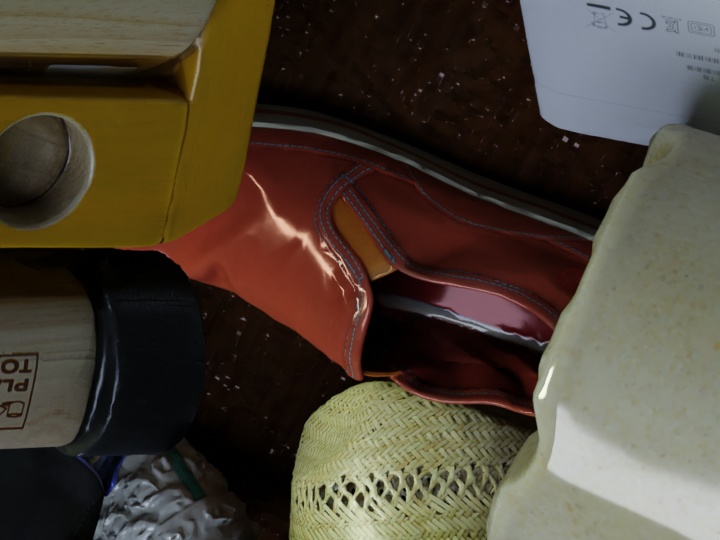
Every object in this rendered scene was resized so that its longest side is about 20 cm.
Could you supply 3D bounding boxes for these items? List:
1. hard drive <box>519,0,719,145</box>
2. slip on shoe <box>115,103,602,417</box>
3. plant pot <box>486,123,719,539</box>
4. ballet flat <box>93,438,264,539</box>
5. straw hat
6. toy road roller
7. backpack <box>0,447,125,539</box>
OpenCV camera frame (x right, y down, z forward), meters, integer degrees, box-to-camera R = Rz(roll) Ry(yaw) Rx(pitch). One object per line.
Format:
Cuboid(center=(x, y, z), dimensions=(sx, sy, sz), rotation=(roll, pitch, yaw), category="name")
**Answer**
Cuboid(center=(0.101, -0.093, 0.766), dimensions=(0.131, 0.027, 0.200), rotation=(12, 151, 18), category="hard drive")
Cuboid(center=(0.000, 0.000, 0.919), dimensions=(0.199, 0.061, 0.074), rotation=(18, 137, 14), category="slip on shoe")
Cuboid(center=(0.140, 0.055, 0.796), dimensions=(0.182, 0.201, 0.201), rotation=(22, 136, 9), category="plant pot")
Cuboid(center=(-0.104, 0.118, 1.087), dimensions=(0.072, 0.072, 0.200), rotation=(39, 133, -9), category="ballet flat")
Cuboid(center=(0.022, 0.078, 0.953), dimensions=(0.200, 0.201, 0.086), rotation=(-3, 87, 30), category="straw hat")
Cuboid(center=(-0.116, -0.047, 0.793), dimensions=(0.146, 0.122, 0.201), rotation=(41, 124, 49), category="toy road roller")
Cuboid(center=(-0.182, 0.081, 0.998), dimensions=(0.182, 0.135, 0.200), rotation=(32, 155, 0), category="backpack")
